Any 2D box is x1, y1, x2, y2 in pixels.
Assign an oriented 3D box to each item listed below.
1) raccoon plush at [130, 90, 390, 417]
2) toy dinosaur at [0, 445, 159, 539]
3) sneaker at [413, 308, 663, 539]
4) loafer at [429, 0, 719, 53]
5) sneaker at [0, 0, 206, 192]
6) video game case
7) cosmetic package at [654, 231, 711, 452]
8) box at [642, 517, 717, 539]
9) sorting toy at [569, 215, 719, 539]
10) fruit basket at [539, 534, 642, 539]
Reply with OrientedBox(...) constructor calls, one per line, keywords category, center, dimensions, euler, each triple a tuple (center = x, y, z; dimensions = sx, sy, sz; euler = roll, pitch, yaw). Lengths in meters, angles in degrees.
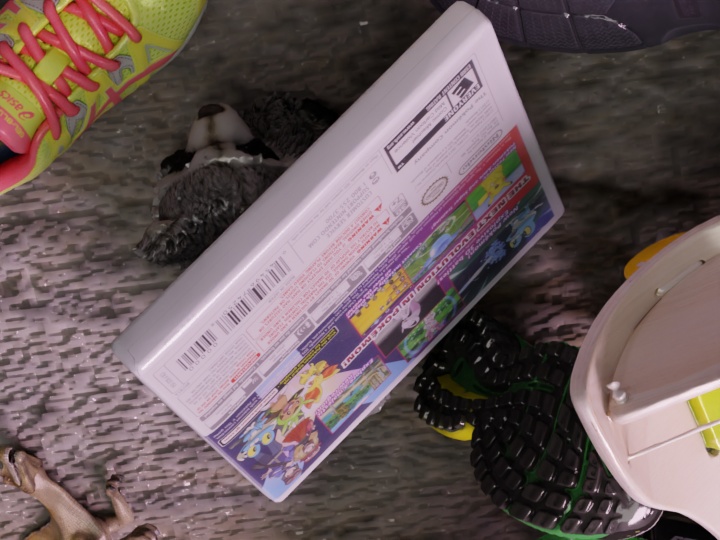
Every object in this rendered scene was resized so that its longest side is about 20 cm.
OrientedBox(category="raccoon plush", center=(-0.027, 0.006, 0.845), dimensions=(0.097, 0.134, 0.200), euler=(-29, 111, 17))
OrientedBox(category="toy dinosaur", center=(-0.141, 0.177, 0.999), dimensions=(0.101, 0.058, 0.200), euler=(-2, 110, 22))
OrientedBox(category="sneaker", center=(0.097, 0.073, 0.846), dimensions=(0.085, 0.200, 0.078), euler=(26, 97, -19))
OrientedBox(category="loafer", center=(0.128, -0.140, 0.805), dimensions=(0.200, 0.063, 0.072), euler=(2, 139, 21))
OrientedBox(category="sneaker", center=(-0.139, -0.089, 0.823), dimensions=(0.078, 0.090, 0.200), euler=(41, 112, -14))
OrientedBox(category="video game case", center=(0.000, 0.000, 0.798), dimensions=(0.200, 0.023, 0.182), euler=(-45, 152, -6))
OrientedBox(category="cosmetic package", center=(0.233, 0.052, 0.860), dimensions=(0.200, 0.108, 0.085), euler=(10, 108, -2))
OrientedBox(category="box", center=(0.232, 0.227, 0.989), dimensions=(0.200, 0.044, 0.160), euler=(12, 118, -1))
OrientedBox(category="sorting toy", center=(0.207, 0.059, 0.755), dimensions=(0.200, 0.107, 0.180), euler=(-23, 115, 11))
OrientedBox(category="fruit basket", center=(0.103, 0.217, 0.900), dimensions=(0.185, 0.094, 0.200), euler=(16, 125, -24))
